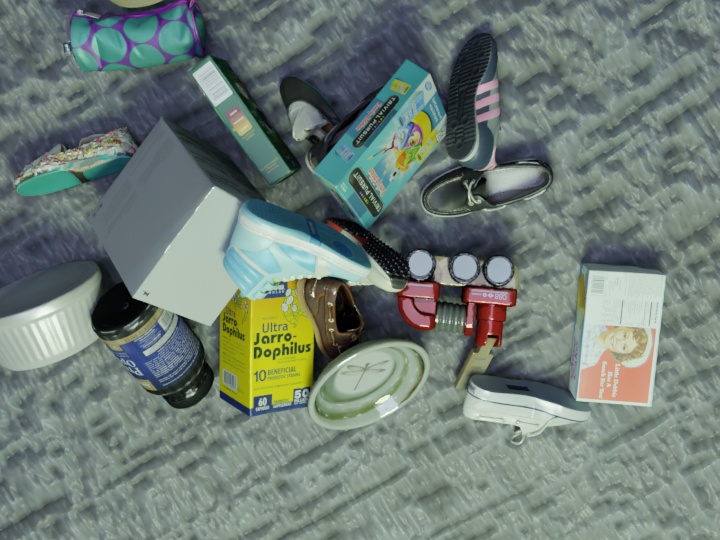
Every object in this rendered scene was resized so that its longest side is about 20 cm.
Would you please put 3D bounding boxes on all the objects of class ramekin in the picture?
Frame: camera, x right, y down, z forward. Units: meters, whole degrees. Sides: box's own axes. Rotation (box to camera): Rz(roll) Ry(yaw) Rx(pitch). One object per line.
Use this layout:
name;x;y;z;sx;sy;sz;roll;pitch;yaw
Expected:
ramekin;-0.469;0.069;1.371;0.201;0.203;0.095;-15;110;6

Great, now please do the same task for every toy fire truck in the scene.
toy fire truck;0.139;0.077;1.370;0.174;0.129;0.202;5;86;3

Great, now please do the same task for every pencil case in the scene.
pencil case;-0.325;-0.344;1.342;0.198;0.085;0.093;-6;128;4

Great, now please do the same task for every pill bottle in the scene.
pill bottle;-0.301;0.113;1.368;0.111;0.112;0.201;-23;129;7

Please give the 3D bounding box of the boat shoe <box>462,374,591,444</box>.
boat shoe;0.247;0.220;1.394;0.200;0.075;0.087;10;111;-17

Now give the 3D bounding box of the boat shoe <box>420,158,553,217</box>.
boat shoe;0.186;-0.121;1.357;0.198;0.060;0.075;-9;99;5

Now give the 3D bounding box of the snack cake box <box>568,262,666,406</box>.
snack cake box;0.382;0.095;1.376;0.114;0.067;0.202;4;100;1

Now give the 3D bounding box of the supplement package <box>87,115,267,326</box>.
supplement package;-0.249;-0.069;1.305;0.192;0.147;0.200;-51;48;11

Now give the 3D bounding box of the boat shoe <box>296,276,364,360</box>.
boat shoe;-0.031;0.076;1.347;0.070;0.200;0.071;9;59;25

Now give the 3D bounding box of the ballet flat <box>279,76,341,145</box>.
ballet flat;-0.054;-0.200;1.349;0.200;0.068;0.068;45;132;-3

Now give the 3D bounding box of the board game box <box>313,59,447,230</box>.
board game box;0.036;-0.171;1.290;0.047;0.151;0.200;37;85;26

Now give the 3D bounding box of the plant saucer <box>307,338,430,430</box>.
plant saucer;0.007;0.160;1.383;0.199;0.200;0.050;-36;51;8

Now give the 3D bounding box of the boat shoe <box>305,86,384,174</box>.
boat shoe;0.007;-0.202;1.313;0.200;0.057;0.067;-42;103;-23

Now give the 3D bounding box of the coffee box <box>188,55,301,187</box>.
coffee box;-0.165;-0.215;1.335;0.044;0.123;0.201;-35;97;7

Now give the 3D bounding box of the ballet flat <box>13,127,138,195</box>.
ballet flat;-0.429;-0.166;1.397;0.198;0.076;0.064;-14;67;2

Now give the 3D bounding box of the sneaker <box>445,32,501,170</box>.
sneaker;0.173;-0.240;1.334;0.070;0.082;0.202;-1;73;44

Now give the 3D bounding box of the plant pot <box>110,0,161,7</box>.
plant pot;-0.320;-0.451;1.289;0.198;0.201;0.135;-5;130;5

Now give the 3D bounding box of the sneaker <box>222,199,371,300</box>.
sneaker;-0.094;-0.005;1.249;0.199;0.080;0.131;24;114;-18

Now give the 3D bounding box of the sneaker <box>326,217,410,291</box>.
sneaker;-0.001;0.000;1.341;0.070;0.200;0.094;8;112;-38

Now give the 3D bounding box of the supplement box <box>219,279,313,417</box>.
supplement box;-0.140;0.101;1.370;0.108;0.109;0.202;-5;102;-33
